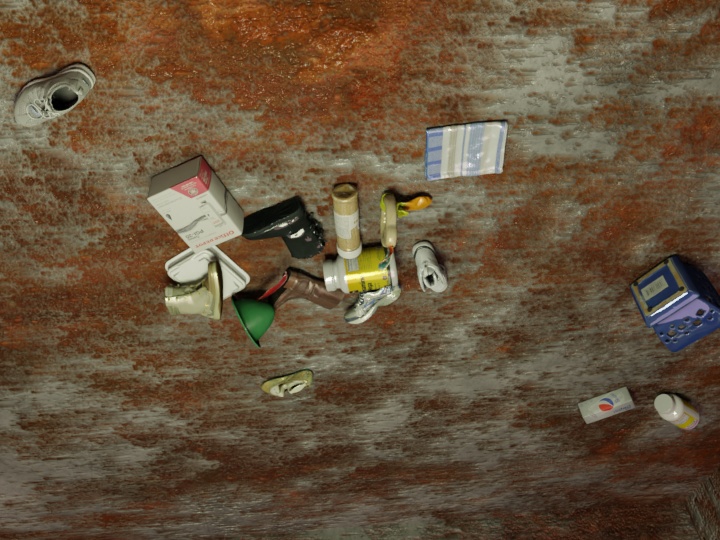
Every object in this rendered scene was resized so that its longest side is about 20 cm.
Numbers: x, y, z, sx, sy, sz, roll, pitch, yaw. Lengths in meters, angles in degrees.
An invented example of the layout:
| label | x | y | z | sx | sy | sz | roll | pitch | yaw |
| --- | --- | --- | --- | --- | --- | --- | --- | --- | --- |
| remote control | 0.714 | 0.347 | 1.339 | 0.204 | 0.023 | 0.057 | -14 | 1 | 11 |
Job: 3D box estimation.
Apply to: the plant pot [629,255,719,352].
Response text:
| label | x | y | z | sx | sy | sz | roll | pitch | yaw |
| --- | --- | --- | --- | --- | --- | --- | --- | --- | --- |
| plant pot | 0.937 | 0.090 | 1.779 | 0.178 | 0.202 | 0.200 | 30 | 126 | -24 |

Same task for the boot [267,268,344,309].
| label | x | y | z | sx | sy | sz | roll | pitch | yaw |
| --- | --- | --- | --- | --- | --- | --- | --- | --- | --- |
| boot | -0.157 | 0.087 | 1.736 | 0.197 | 0.065 | 0.187 | 18 | 134 | -30 |

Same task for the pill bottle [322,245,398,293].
| label | x | y | z | sx | sy | sz | roll | pitch | yaw |
| --- | --- | --- | --- | --- | --- | --- | --- | --- | --- |
| pill bottle | 0.000 | 0.000 | 1.622 | 0.195 | 0.114 | 0.114 | -9 | 137 | 3 |

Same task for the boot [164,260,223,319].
| label | x | y | z | sx | sy | sz | roll | pitch | yaw |
| --- | --- | --- | --- | --- | --- | --- | --- | --- | --- |
| boot | -0.446 | 0.052 | 1.592 | 0.151 | 0.073 | 0.202 | 5 | 135 | -8 |

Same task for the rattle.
| label | x | y | z | sx | sy | sz | roll | pitch | yaw |
| --- | --- | --- | --- | --- | --- | --- | --- | --- | --- |
| rattle | 0.109 | -0.091 | 1.476 | 0.140 | 0.203 | 0.131 | 12 | 134 | -19 |

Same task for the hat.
| label | x | y | z | sx | sy | sz | roll | pitch | yaw |
| --- | --- | --- | --- | --- | --- | --- | --- | --- | --- |
| hat | -0.253 | 0.103 | 1.677 | 0.174 | 0.200 | 0.168 | -30 | 104 | -6 |

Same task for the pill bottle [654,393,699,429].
| label | x | y | z | sx | sy | sz | roll | pitch | yaw |
| --- | --- | --- | --- | --- | --- | --- | --- | --- | --- |
| pill bottle | 1.250 | 0.555 | 2.360 | 0.198 | 0.106 | 0.104 | 28 | 127 | -31 |

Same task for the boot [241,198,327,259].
| label | x | y | z | sx | sy | sz | roll | pitch | yaw |
| --- | --- | --- | --- | --- | --- | --- | --- | --- | --- |
| boot | -0.195 | -0.091 | 1.539 | 0.194 | 0.074 | 0.163 | -20 | 138 | 12 |

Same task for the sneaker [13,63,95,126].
| label | x | y | z | sx | sy | sz | roll | pitch | yaw |
| --- | --- | --- | --- | --- | --- | --- | --- | --- | --- |
| sneaker | -0.632 | -0.347 | 1.205 | 0.197 | 0.083 | 0.075 | -25 | 134 | 18 |

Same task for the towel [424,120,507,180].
| label | x | y | z | sx | sy | sz | roll | pitch | yaw |
| --- | --- | --- | --- | --- | --- | --- | --- | --- | --- |
| towel | 0.252 | -0.284 | 1.425 | 0.195 | 0.024 | 0.149 | -5 | 135 | -1 |

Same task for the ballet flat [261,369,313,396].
| label | x | y | z | sx | sy | sz | roll | pitch | yaw |
| --- | --- | --- | --- | --- | --- | --- | --- | --- | --- |
| ballet flat | -0.253 | 0.395 | 2.034 | 0.196 | 0.072 | 0.071 | -19 | 136 | 13 |

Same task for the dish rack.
| label | x | y | z | sx | sy | sz | roll | pitch | yaw |
| --- | --- | --- | --- | --- | --- | --- | --- | --- | --- |
| dish rack | -0.422 | 0.020 | 1.642 | 0.169 | 0.044 | 0.200 | -26 | 132 | 19 |

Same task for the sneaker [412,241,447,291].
| label | x | y | z | sx | sy | sz | roll | pitch | yaw |
| --- | --- | --- | --- | --- | --- | --- | --- | --- | --- |
| sneaker | 0.201 | 0.022 | 1.668 | 0.074 | 0.117 | 0.201 | -19 | 135 | 13 |

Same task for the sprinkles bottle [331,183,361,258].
| label | x | y | z | sx | sy | sz | roll | pitch | yaw |
| --- | --- | --- | --- | --- | --- | --- | --- | --- | --- |
| sprinkles bottle | -0.034 | -0.123 | 1.522 | 0.067 | 0.069 | 0.202 | -6 | 136 | -1 |

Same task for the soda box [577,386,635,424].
| label | x | y | z | sx | sy | sz | roll | pitch | yaw |
| --- | --- | --- | --- | --- | --- | --- | --- | --- | --- |
| soda box | 0.960 | 0.528 | 2.325 | 0.197 | 0.064 | 0.068 | -25 | 133 | 18 |

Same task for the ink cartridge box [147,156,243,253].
| label | x | y | z | sx | sy | sz | roll | pitch | yaw |
| --- | --- | --- | --- | --- | --- | --- | --- | --- | --- |
| ink cartridge box | -0.391 | -0.154 | 1.435 | 0.144 | 0.084 | 0.201 | -20 | 135 | 13 |

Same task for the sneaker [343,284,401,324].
| label | x | y | z | sx | sy | sz | roll | pitch | yaw |
| --- | --- | --- | --- | --- | --- | --- | --- | --- | --- |
| sneaker | 0.020 | 0.078 | 1.747 | 0.199 | 0.078 | 0.085 | -36 | 120 | 18 |
